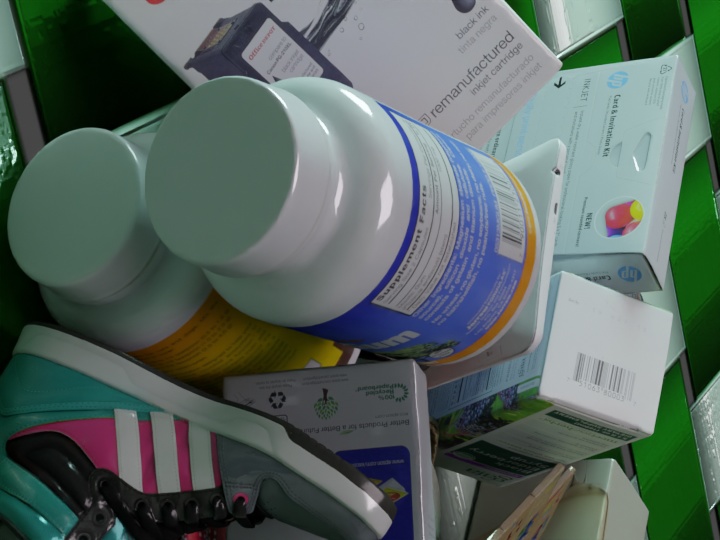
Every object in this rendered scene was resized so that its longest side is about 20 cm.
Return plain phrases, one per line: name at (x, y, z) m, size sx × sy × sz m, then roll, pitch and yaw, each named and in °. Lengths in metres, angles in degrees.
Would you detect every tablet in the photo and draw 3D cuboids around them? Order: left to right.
tablet at (0.041, 0.009, 1.238) m, size 0.014 × 0.199 × 0.131 m, roll 27°, pitch 59°, yaw -30°

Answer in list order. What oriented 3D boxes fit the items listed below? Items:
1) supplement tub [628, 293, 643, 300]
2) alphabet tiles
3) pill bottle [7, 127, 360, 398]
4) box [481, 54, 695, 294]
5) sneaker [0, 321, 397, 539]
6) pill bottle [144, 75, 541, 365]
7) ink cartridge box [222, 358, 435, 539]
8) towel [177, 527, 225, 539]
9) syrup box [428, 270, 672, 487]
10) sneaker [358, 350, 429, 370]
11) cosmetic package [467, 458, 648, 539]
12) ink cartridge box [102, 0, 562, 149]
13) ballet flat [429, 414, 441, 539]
supplement tub at (0.128, 0.017, 1.447) m, size 0.200 × 0.106 × 0.108 m, roll 48°, pitch 43°, yaw -67°
alphabet tiles at (0.060, 0.201, 1.289) m, size 0.200 × 0.006 × 0.167 m, roll -41°, pitch 160°, yaw -40°
pill bottle at (-0.086, 0.002, 1.080) m, size 0.200 × 0.108 × 0.110 m, roll 33°, pitch 56°, yaw -56°
box at (0.099, -0.052, 1.342) m, size 0.041 × 0.198 × 0.157 m, roll 54°, pitch 39°, yaw -43°
sneaker at (-0.093, 0.113, 0.985) m, size 0.121 × 0.199 × 0.084 m, roll -63°, pitch 163°, yaw -16°
pill bottle at (-0.008, -0.024, 0.997) m, size 0.199 × 0.111 × 0.113 m, roll 18°, pitch 69°, yaw -56°
ink cartridge box at (-0.013, 0.146, 1.030) m, size 0.039 × 0.098 × 0.202 m, roll 54°, pitch 33°, yaw -70°
towel at (-0.037, 0.151, 1.112) m, size 0.200 × 0.022 × 0.146 m, roll 30°, pitch 56°, yaw -56°
syrup box at (0.102, 0.071, 1.319) m, size 0.078 × 0.200 × 0.082 m, roll 20°, pitch 68°, yaw -17°
sneaker at (0.000, 0.000, 1.206) m, size 0.080 × 0.200 × 0.074 m, roll -46°, pitch 118°, yaw -6°
cosmetic package at (0.119, 0.229, 1.432) m, size 0.073 × 0.103 × 0.201 m, roll 54°, pitch 40°, yaw -43°
ink cartridge box at (-0.020, -0.131, 1.112) m, size 0.200 × 0.145 × 0.084 m, roll 43°, pitch 6°, yaw -20°
ballet flat at (0.014, 0.176, 1.285) m, size 0.067 × 0.062 × 0.202 m, roll 35°, pitch 55°, yaw -57°
